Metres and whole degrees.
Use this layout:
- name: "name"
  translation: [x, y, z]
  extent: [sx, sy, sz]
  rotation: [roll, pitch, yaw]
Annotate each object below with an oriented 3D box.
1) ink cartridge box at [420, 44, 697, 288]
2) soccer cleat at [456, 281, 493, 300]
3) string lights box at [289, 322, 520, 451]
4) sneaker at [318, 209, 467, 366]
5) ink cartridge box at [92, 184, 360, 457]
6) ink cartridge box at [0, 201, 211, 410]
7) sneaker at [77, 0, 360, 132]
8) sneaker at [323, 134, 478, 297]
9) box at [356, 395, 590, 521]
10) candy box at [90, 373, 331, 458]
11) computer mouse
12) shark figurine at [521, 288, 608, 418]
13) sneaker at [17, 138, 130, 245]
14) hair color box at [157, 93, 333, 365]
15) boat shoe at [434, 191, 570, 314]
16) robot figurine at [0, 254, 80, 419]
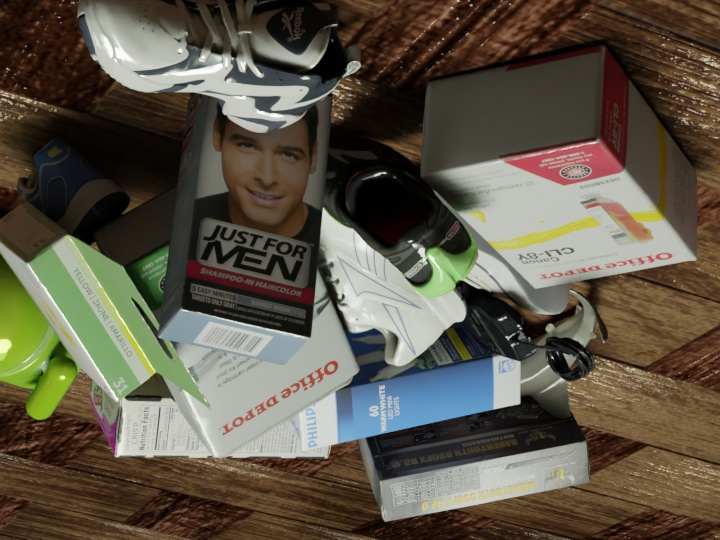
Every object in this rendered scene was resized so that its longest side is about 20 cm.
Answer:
- name: "ink cartridge box"
  translation: [0.154, -0.072, 1.336]
  extent: [0.144, 0.084, 0.200]
  rotation: [-10, 150, 28]
- name: "soccer cleat"
  translation: [0.019, 0.002, 1.553]
  extent: [0.199, 0.069, 0.073]
  rotation: [-3, -171, -4]
- name: "string lights box"
  translation: [0.030, 0.087, 1.552]
  extent: [0.199, 0.103, 0.059]
  rotation: [-11, 123, -14]
- name: "sneaker"
  translation: [0.000, 0.000, 1.456]
  extent: [0.200, 0.087, 0.074]
  rotation: [43, 171, -20]
- name: "ink cartridge box"
  translation: [-0.105, 0.029, 1.433]
  extent: [0.146, 0.083, 0.201]
  rotation: [-29, 123, -12]
- name: "ink cartridge box"
  translation: [-0.203, 0.036, 1.364]
  extent: [0.200, 0.048, 0.146]
  rotation: [31, 154, 57]
- name: "sneaker"
  translation: [-0.082, -0.160, 1.202]
  extent: [0.129, 0.080, 0.199]
  rotation: [-20, 145, 39]
- name: "sneaker"
  translation: [0.016, -0.058, 1.322]
  extent: [0.200, 0.077, 0.084]
  rotation: [40, 173, 48]
- name: "box"
  translation: [0.101, 0.158, 1.689]
  extent: [0.199, 0.159, 0.049]
  rotation: [-10, 118, -7]
- name: "candy box"
  translation: [-0.137, 0.121, 1.626]
  extent: [0.199, 0.061, 0.136]
  rotation: [3, -165, -18]
- name: "computer mouse"
  translation: [0.139, 0.050, 1.448]
  extent: [0.059, 0.034, 0.200]
  rotation: [57, 165, -22]
- name: "shark figurine"
  translation: [0.181, 0.088, 1.644]
  extent: [0.128, 0.090, 0.214]
  rotation: [-2, 154, -40]
- name: "sneaker"
  translation: [-0.242, -0.056, 1.476]
  extent: [0.077, 0.076, 0.200]
  rotation: [50, 157, -1]
- name: "hair color box"
  translation: [-0.083, -0.041, 1.306]
  extent: [0.098, 0.201, 0.061]
  rotation: [13, 152, -18]
- name: "boat shoe"
  translation: [0.099, -0.018, 1.477]
  extent: [0.065, 0.072, 0.200]
  rotation: [-5, 157, 42]
- name: "robot figurine"
  translation: [-0.306, 0.042, 1.588]
  extent: [0.116, 0.176, 0.200]
  rotation: [-39, 163, 4]
